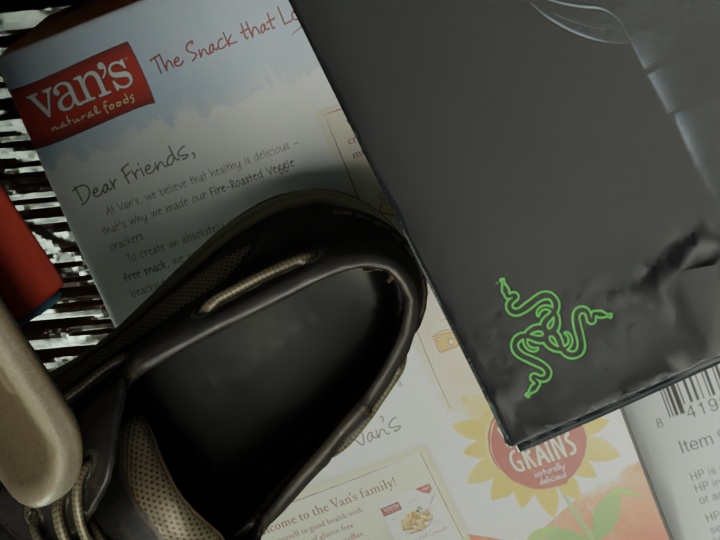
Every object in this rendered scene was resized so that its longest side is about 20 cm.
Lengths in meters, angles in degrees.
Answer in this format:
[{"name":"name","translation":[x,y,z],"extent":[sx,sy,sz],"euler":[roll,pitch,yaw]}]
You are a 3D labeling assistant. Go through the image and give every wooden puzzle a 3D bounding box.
[{"name":"wooden puzzle","translation":[-0.134,-0.058,0.676],"extent":[0.037,0.185,0.201],"euler":[-30,122,-12]}]

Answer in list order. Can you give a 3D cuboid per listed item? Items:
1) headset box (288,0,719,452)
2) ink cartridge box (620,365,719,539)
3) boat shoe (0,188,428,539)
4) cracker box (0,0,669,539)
[{"name":"headset box","translation":[0.079,-0.077,0.619],"extent":[0.173,0.093,0.201],"euler":[-24,95,20]},{"name":"ink cartridge box","translation":[0.126,-0.033,0.711],"extent":[0.144,0.084,0.201],"euler":[-19,98,18]},{"name":"boat shoe","translation":[-0.062,0.055,0.693],"extent":[0.074,0.073,0.200],"euler":[43,84,-10]},{"name":"cracker box","translation":[0.000,0.000,0.771],"extent":[0.133,0.058,0.201],"euler":[-18,104,19]}]
